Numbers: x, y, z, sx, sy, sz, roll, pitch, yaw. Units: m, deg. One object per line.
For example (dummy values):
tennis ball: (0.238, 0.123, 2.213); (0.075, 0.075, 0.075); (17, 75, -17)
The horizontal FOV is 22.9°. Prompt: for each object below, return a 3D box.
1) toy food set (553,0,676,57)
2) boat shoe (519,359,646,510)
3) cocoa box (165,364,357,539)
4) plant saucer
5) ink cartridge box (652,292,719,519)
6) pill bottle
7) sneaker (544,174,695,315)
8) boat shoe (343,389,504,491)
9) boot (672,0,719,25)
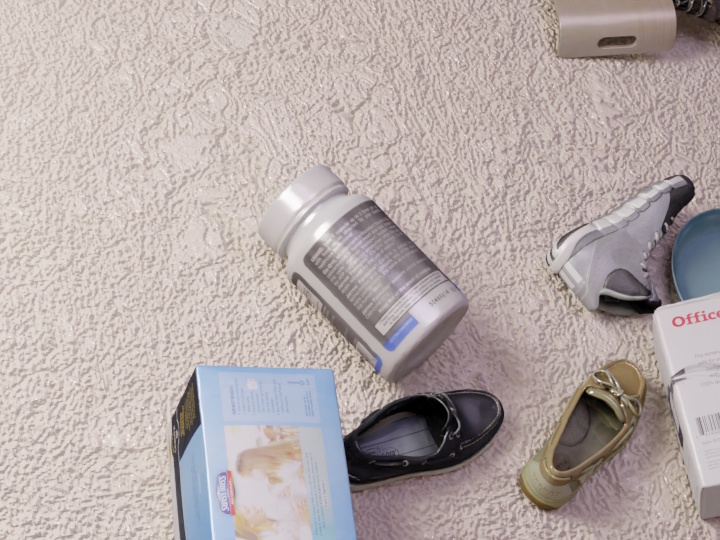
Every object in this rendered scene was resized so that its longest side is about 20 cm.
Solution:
toy food set: (0.280, -0.340, 2.101); (0.142, 0.061, 0.202); (-5, 57, -10)
boat shoe: (0.227, 0.150, 1.737); (0.073, 0.063, 0.200); (42, 53, 10)
cocoa box: (-0.088, 0.199, 1.540); (0.132, 0.132, 0.202); (3, 56, -19)
plant saucer: (0.421, 0.022, 1.921); (0.198, 0.027, 0.202); (10, 55, -14)
ink cartridge box: (0.382, 0.127, 1.768); (0.143, 0.084, 0.202); (-12, 59, 3)
pill bottle: (0.000, 0.000, 1.720); (0.200, 0.114, 0.113); (46, 54, 12)
sneaker: (0.297, -0.013, 1.877); (0.199, 0.075, 0.116); (-29, 75, -23)
boat shoe: (0.061, 0.148, 1.673); (0.197, 0.066, 0.075); (-11, 62, -27)
boot: (0.437, -0.296, 2.105); (0.172, 0.069, 0.201); (15, 43, -22)
